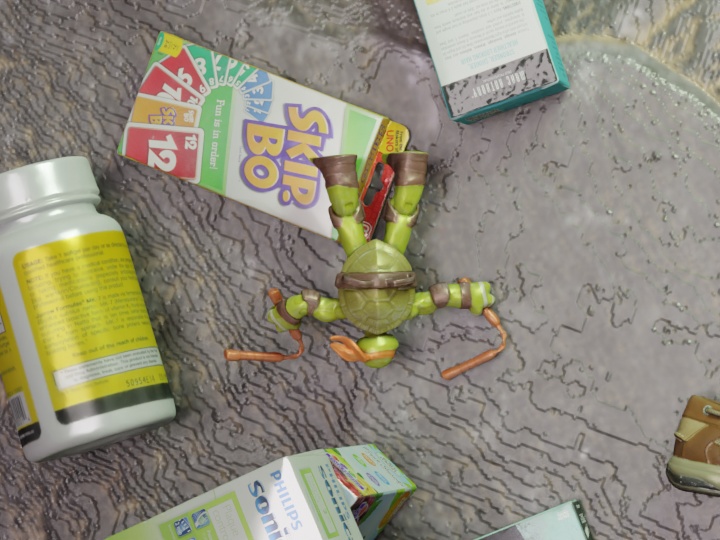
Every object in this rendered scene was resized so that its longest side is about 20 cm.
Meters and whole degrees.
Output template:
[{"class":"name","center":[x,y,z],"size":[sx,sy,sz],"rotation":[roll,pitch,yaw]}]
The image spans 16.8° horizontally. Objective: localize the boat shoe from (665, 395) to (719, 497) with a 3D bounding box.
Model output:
[{"class":"boat shoe","center":[0.304,0.122,1.616],"size":[0.199,0.076,0.074],"rotation":[7,88,15]}]

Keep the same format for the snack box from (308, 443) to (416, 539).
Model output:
[{"class":"snack box","center":[-0.059,0.211,1.680],"size":[0.053,0.142,0.200],"rotation":[42,101,13]}]

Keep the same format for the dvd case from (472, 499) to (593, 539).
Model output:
[{"class":"dvd case","center":[0.121,0.278,1.691],"size":[0.145,0.022,0.201],"rotation":[-22,84,14]}]

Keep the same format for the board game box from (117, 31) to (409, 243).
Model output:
[{"class":"board game box","center":[-0.070,-0.093,1.749],"size":[0.199,0.030,0.096],"rotation":[22,95,12]}]

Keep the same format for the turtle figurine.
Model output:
[{"class":"turtle figurine","center":[0.000,0.000,1.691],"size":[0.199,0.064,0.162],"rotation":[-3,91,3]}]

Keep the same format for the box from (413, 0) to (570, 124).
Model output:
[{"class":"box","center":[0.076,-0.210,1.696],"size":[0.082,0.049,0.201],"rotation":[-18,84,15]}]

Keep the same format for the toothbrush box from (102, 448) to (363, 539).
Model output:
[{"class":"toothbrush box","center":[-0.092,0.222,1.572],"size":[0.199,0.086,0.146],"rotation":[-24,83,13]}]

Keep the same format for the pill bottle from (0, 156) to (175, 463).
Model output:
[{"class":"pill bottle","center":[-0.212,0.027,1.742],"size":[0.114,0.114,0.201],"rotation":[-18,85,15]}]
